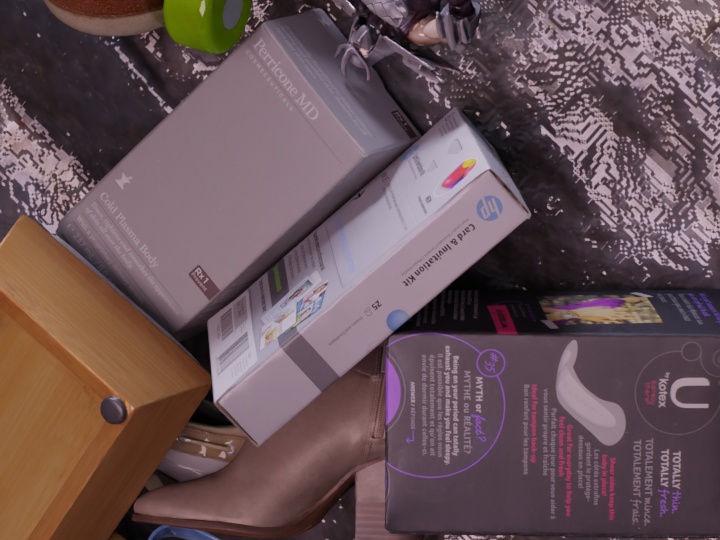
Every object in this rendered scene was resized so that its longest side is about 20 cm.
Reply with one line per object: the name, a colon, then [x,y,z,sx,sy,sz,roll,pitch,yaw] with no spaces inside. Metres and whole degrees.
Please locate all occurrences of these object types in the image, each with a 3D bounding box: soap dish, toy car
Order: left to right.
soap dish: [-0.201,0.091,1.661,0.157,0.081,0.200,41,118,11]
toy car: [-0.129,-0.248,1.564,0.164,0.158,0.200,17,134,24]

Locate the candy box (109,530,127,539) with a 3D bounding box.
candy box: [-0.206,0.207,1.757,0.200,0.056,0.117,33,68,13]

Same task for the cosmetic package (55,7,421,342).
cosmetic package: [-0.073,-0.054,1.657,0.107,0.090,0.200,50,119,8]

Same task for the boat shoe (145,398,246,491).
boat shoe: [-0.145,0.085,1.731,0.200,0.075,0.068,27,110,4]

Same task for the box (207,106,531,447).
box: [0.000,0.000,1.569,0.200,0.156,0.041,-42,105,7]

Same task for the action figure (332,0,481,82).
action figure: [0.039,-0.195,1.580,0.130,0.069,0.200,40,109,24]

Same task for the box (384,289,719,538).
box: [0.114,0.080,1.566,0.200,0.106,0.122,1,104,3]

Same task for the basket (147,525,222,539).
basket: [-0.060,0.258,1.663,0.200,0.176,0.139,25,145,-4]

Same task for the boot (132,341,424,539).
boot: [-0.034,0.090,1.665,0.200,0.070,0.146,4,89,2]
